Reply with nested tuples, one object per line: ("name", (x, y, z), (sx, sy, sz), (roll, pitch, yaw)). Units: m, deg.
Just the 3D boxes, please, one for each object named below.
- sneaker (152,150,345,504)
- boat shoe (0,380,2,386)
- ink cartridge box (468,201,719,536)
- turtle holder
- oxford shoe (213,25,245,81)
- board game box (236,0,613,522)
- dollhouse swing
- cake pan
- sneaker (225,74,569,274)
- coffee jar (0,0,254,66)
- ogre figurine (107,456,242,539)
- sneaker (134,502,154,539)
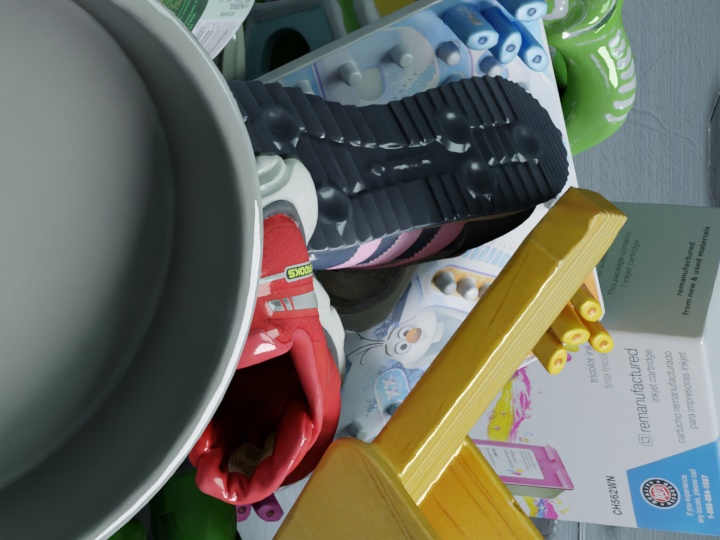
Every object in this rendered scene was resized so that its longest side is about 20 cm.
("sneaker", (-0.042, 0.039, 0.872), (0.200, 0.076, 0.085), (79, 3, -65))
("boat shoe", (-0.121, -0.012, 0.860), (0.199, 0.073, 0.069), (-50, 131, -65))
("ink cartridge box", (0.075, 0.041, 1.249), (0.145, 0.199, 0.085), (74, 28, -45))
("turtle holder", (0.023, -0.076, 1.137), (0.141, 0.185, 0.132), (-39, 115, -17))
("oxford shoe", (-0.081, -0.117, 1.007), (0.058, 0.075, 0.201), (-23, 132, -24))
("board game box", (0.000, 0.000, 1.067), (0.026, 0.199, 0.201), (53, -15, 45))
("dollhouse swing", (0.071, 0.094, 0.998), (0.182, 0.175, 0.200), (53, 7, 6))
("cake pan", (-0.123, 0.000, 0.729), (0.037, 0.199, 0.201), (41, -33, 54))
("sneaker", (-0.019, -0.022, 0.954), (0.199, 0.082, 0.071), (-2, 67, -39))
("coffee jar", (-0.111, -0.098, 0.834), (0.104, 0.085, 0.200), (47, 19, 7))
("ogre figurine", (-0.084, 0.129, 0.947), (0.120, 0.098, 0.200), (55, 19, -25))
("sneaker", (-0.044, 0.156, 1.082), (0.075, 0.081, 0.201), (-69, 153, -45))
